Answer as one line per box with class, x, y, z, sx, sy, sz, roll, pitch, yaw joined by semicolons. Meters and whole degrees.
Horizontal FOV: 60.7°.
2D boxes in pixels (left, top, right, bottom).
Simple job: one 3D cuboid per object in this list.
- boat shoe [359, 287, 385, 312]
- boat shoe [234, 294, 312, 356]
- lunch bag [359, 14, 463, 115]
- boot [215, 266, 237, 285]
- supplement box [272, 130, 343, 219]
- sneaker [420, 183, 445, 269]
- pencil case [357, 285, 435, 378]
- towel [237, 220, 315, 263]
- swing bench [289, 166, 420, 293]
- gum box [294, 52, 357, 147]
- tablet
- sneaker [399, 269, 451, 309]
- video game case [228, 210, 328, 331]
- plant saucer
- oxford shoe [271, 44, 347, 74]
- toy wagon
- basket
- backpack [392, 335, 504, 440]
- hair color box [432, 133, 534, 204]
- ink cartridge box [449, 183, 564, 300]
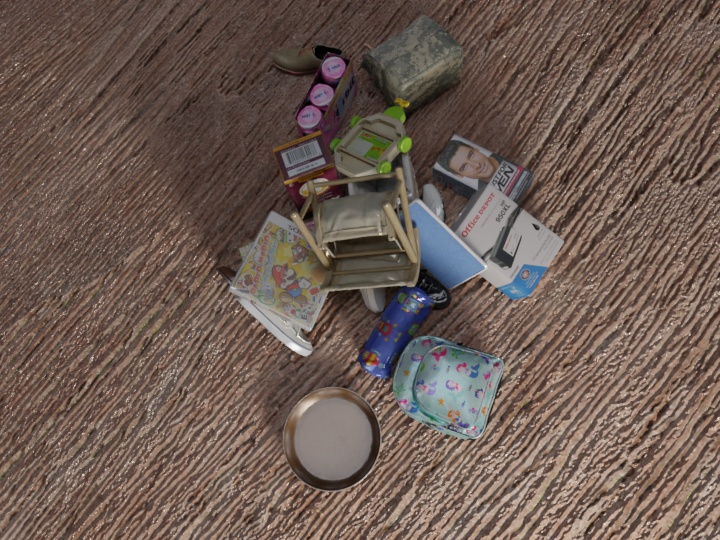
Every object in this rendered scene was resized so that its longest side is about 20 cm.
boat shoe;0.000;0.000;1.323;0.068;0.072;0.201;-21;76;22
boat shoe;-0.157;0.086;1.268;0.086;0.075;0.202;-45;102;3
lunch bag;0.120;-0.487;1.431;0.199;0.139;0.168;-35;71;-6
boot;-0.191;-0.021;1.350;0.186;0.064;0.201;35;81;3
supplement box;-0.106;-0.199;1.328;0.110;0.200;0.086;-21;71;0
sneaker;0.145;-0.096;1.333;0.086;0.075;0.201;-6;70;10
pencil case;0.072;0.123;1.240;0.078;0.087;0.201;35;97;40
towel;-0.146;-0.016;1.314;0.199;0.023;0.144;-19;83;-9
swing bench;0.000;-0.071;1.180;0.198;0.201;0.130;-4;38;21
gum box;-0.081;-0.386;1.435;0.066;0.114;0.201;20;75;13
tablet;0.149;-0.050;1.236;0.200;0.130;0.014;43;53;-9
sneaker;0.101;0.009;1.283;0.199;0.104;0.060;32;77;16
video game case;-0.144;-0.002;1.253;0.181;0.023;0.201;28;60;-8
plant saucer;-0.055;0.336;1.231;0.199;0.032;0.202;-2;71;7
oxford shoe;-0.126;-0.529;1.509;0.199;0.075;0.071;5;73;9
toy wagon;0.035;-0.275;1.282;0.155;0.040;0.200;32;76;35
basket;0.054;-0.181;1.316;0.135;0.124;0.201;-15;56;13
backpack;0.162;0.220;1.188;0.199;0.151;0.178;18;76;18
hair color box;0.269;-0.208;1.360;0.199;0.061;0.099;30;78;16
ink cartridge box;0.289;-0.058;1.262;0.200;0.084;0.145;37;78;-3
